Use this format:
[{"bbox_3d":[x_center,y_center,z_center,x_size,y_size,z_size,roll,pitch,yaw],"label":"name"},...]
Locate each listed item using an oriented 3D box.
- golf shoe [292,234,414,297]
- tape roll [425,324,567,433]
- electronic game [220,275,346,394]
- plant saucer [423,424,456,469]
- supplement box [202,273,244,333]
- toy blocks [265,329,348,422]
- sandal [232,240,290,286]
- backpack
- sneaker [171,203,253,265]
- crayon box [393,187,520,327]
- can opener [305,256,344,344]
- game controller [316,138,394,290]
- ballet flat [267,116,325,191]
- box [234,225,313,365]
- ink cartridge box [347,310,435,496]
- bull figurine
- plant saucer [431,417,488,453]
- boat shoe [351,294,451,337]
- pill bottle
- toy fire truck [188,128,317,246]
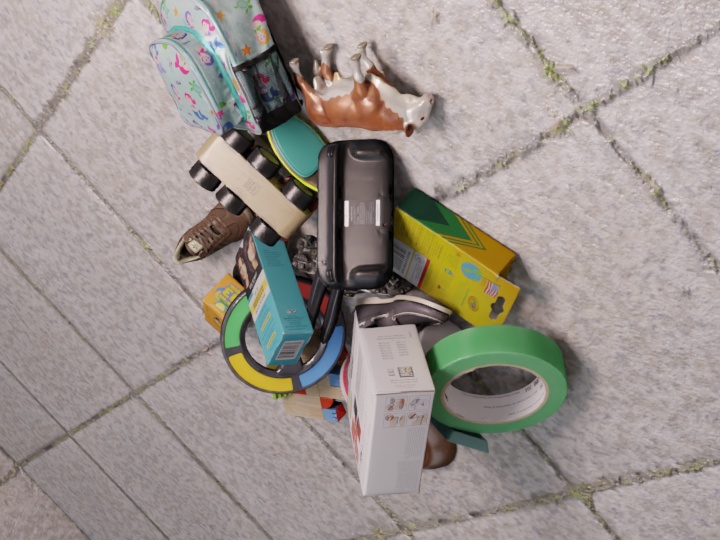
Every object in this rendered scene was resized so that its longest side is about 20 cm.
[{"bbox_3d":[0.000,0.000,1.673,0.200,0.078,0.095,17,161,28],"label":"golf shoe"},{"bbox_3d":[0.183,0.152,1.567,0.200,0.048,0.201,0,141,0],"label":"tape roll"},{"bbox_3d":[-0.120,0.102,1.789,0.200,0.200,0.042,60,-179,-22],"label":"electronic game"},{"bbox_3d":[0.067,0.267,1.905,0.200,0.037,0.201,27,142,24],"label":"plant saucer"},{"bbox_3d":[-0.218,0.065,1.890,0.067,0.069,0.200,42,169,2],"label":"supplement box"},{"bbox_3d":[-0.068,0.175,1.906,0.136,0.100,0.201,6,123,24],"label":"toy blocks"},{"bbox_3d":[-0.142,-0.021,1.796,0.080,0.057,0.201,42,135,11],"label":"sandal"},{"bbox_3d":[-0.183,-0.280,1.479,0.177,0.150,0.200,24,137,53],"label":"backpack"},{"bbox_3d":[-0.239,-0.053,1.837,0.070,0.076,0.200,48,146,-7],"label":"sneaker"},{"bbox_3d":[0.127,-0.008,1.540,0.200,0.051,0.127,35,145,13],"label":"crayon box"},{"bbox_3d":[-0.043,0.016,1.603,0.063,0.079,0.200,30,122,13],"label":"can opener"},{"bbox_3d":[-0.007,-0.074,1.508,0.104,0.201,0.042,0,177,8],"label":"game controller"},{"bbox_3d":[-0.056,-0.135,1.585,0.200,0.067,0.067,43,165,-1],"label":"ballet flat"},{"bbox_3d":[-0.129,0.034,1.670,0.082,0.049,0.200,-61,40,44],"label":"box"},{"bbox_3d":[0.037,0.178,1.575,0.084,0.176,0.200,-3,129,-10],"label":"ink cartridge box"},{"bbox_3d":[-0.002,-0.222,1.432,0.200,0.065,0.122,3,127,42],"label":"bull figurine"},{"bbox_3d":[0.131,0.222,1.706,0.070,0.019,0.200,19,-172,-18],"label":"plant saucer"},{"bbox_3d":[0.055,0.075,1.616,0.073,0.063,0.200,26,164,-32],"label":"boat shoe"},{"bbox_3d":[0.068,0.145,1.697,0.120,0.120,0.200,48,141,-7],"label":"pill bottle"},{"bbox_3d":[-0.149,-0.122,1.665,0.176,0.200,0.129,42,104,0],"label":"toy fire truck"}]
